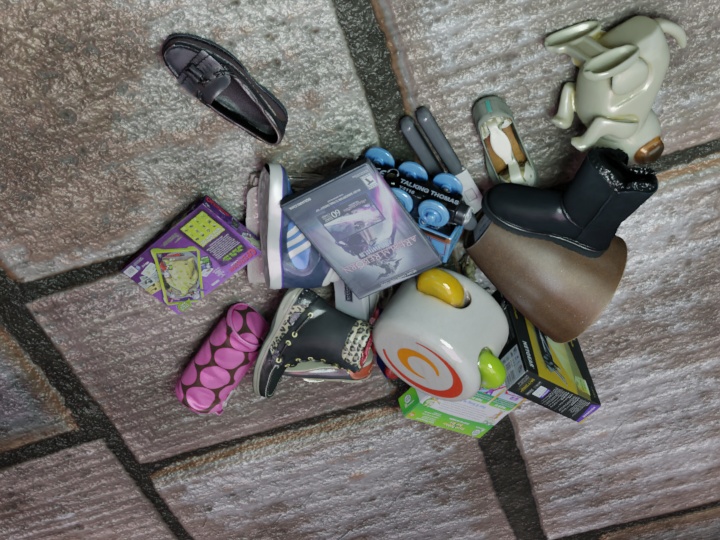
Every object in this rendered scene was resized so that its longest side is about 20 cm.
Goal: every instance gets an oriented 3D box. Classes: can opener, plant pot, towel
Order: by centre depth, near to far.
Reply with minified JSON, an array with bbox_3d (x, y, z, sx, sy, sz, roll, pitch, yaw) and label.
[{"bbox_3d":[0.123,-0.141,1.362,0.053,0.067,0.200,-26,128,14],"label":"can opener"},{"bbox_3d":[0.262,-0.021,1.418,0.199,0.187,0.187,31,121,-12],"label":"plant pot"},{"bbox_3d":[-0.106,-0.059,1.426,0.132,0.035,0.201,0,129,-5],"label":"towel"}]

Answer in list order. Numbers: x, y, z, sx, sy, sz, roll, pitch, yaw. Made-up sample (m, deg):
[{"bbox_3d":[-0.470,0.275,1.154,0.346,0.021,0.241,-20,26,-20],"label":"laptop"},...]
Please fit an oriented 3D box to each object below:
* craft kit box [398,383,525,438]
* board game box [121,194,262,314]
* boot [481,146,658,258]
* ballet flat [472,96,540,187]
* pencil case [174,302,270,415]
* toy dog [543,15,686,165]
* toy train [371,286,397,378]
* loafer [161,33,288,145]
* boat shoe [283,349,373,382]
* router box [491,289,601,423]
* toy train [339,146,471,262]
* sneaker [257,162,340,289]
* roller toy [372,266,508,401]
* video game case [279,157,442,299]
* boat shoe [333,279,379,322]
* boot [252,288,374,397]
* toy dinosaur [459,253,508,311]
[{"bbox_3d":[0.201,0.203,1.636,0.199,0.049,0.198,22,122,-38],"label":"craft kit box"},{"bbox_3d":[-0.254,-0.020,1.425,0.200,0.032,0.120,-34,115,29],"label":"board game box"},{"bbox_3d":[0.283,-0.110,1.288,0.199,0.077,0.168,21,142,0],"label":"boot"},{"bbox_3d":[0.211,-0.158,1.360,0.067,0.064,0.200,-22,128,12],"label":"ballet flat"},{"bbox_3d":[-0.221,0.149,1.550,0.094,0.091,0.200,42,123,7],"label":"pencil case"},{"bbox_3d":[0.349,-0.235,1.285,0.193,0.140,0.201,-30,131,-14],"label":"toy dog"},{"bbox_3d":[0.084,0.075,1.534,0.115,0.085,0.201,-10,124,-19],"label":"toy train"},{"bbox_3d":[-0.176,-0.238,1.256,0.200,0.063,0.072,34,118,-28],"label":"loafer"},{"bbox_3d":[-0.077,0.155,1.581,0.199,0.071,0.063,1,141,-2],"label":"boat shoe"},{"bbox_3d":[0.288,0.132,1.513,0.157,0.201,0.052,26,123,-25],"label":"router box"},{"bbox_3d":[0.060,-0.095,1.344,0.199,0.087,0.115,22,142,12],"label":"toy train"},{"bbox_3d":[-0.069,-0.067,1.363,0.146,0.081,0.201,-8,119,-16],"label":"sneaker"},{"bbox_3d":[0.121,0.089,1.411,0.200,0.140,0.182,45,151,-17],"label":"roller toy"},{"bbox_3d":[0.003,-0.052,1.305,0.142,0.019,0.200,-24,125,23],"label":"video game case"},{"bbox_3d":[0.000,0.000,1.462,0.072,0.066,0.201,10,120,25],"label":"boat shoe"},{"bbox_3d":[-0.075,0.136,1.475,0.153,0.073,0.204,25,109,10],"label":"boot"},{"bbox_3d":[0.181,0.073,1.513,0.047,0.088,0.201,-12,120,-48],"label":"toy dinosaur"}]
